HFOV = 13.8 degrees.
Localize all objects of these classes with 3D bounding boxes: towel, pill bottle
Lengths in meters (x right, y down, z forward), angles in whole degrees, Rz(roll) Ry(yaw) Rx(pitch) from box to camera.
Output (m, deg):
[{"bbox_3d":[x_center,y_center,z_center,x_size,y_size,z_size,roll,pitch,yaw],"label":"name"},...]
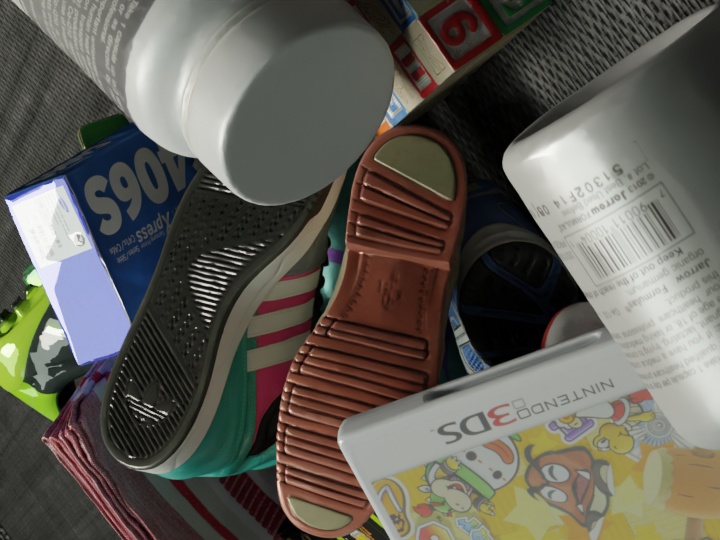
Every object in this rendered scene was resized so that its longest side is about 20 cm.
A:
[{"bbox_3d":[-0.078,0.081,1.561,0.023,0.200,0.144,-26,110,34],"label":"towel"},{"bbox_3d":[0.153,0.007,1.162,0.201,0.114,0.114,56,163,-4],"label":"pill bottle"},{"bbox_3d":[-0.080,-0.123,1.350,0.200,0.113,0.113,45,161,36],"label":"pill bottle"}]

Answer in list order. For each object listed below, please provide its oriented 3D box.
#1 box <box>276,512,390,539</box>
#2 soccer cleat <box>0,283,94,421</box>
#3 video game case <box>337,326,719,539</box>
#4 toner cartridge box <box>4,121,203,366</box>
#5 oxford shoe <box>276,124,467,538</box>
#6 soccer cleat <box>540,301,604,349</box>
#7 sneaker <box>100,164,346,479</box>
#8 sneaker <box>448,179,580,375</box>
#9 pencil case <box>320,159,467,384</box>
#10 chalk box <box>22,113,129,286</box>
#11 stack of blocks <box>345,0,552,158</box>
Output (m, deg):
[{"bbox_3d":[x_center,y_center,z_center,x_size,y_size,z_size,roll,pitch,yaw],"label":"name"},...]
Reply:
[{"bbox_3d":[0.077,0.158,1.497,0.200,0.048,0.193,37,157,-9],"label":"box"},{"bbox_3d":[-0.134,0.008,1.674,0.081,0.068,0.200,41,120,-5],"label":"soccer cleat"},{"bbox_3d":[0.112,0.126,1.376,0.201,0.181,0.023,61,-158,-21],"label":"video game case"},{"bbox_3d":[-0.098,-0.032,1.543,0.043,0.200,0.095,-16,102,32],"label":"toner cartridge box"},{"bbox_3d":[0.013,0.030,1.423,0.070,0.201,0.074,20,-175,7],"label":"oxford shoe"},{"bbox_3d":[0.151,0.096,1.434,0.085,0.069,0.201,15,141,52],"label":"soccer cleat"},{"bbox_3d":[-0.040,0.018,1.470,0.083,0.201,0.121,29,-179,32],"label":"sneaker"},{"bbox_3d":[0.087,0.035,1.501,0.201,0.075,0.077,75,176,-46],"label":"sneaker"},{"bbox_3d":[0.000,0.000,1.550,0.092,0.085,0.201,-17,93,42],"label":"pencil case"},{"bbox_3d":[-0.105,0.000,1.759,0.200,0.124,0.125,53,-154,4],"label":"chalk box"},{"bbox_3d":[0.008,-0.132,1.391,0.115,0.058,0.200,55,163,1],"label":"stack of blocks"}]
